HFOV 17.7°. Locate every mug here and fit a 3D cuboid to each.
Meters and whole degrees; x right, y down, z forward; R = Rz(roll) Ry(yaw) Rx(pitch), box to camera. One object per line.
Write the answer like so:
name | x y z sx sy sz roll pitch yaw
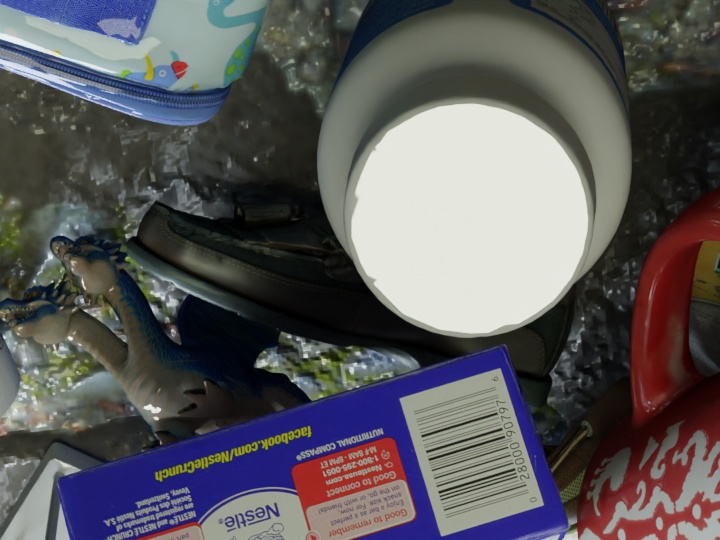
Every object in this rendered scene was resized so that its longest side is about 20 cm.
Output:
mug | 0.168 0.063 0.845 0.133 0.200 0.179 -5 79 -22

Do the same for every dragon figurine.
dragon figurine | -0.059 0.046 1.002 0.199 0.100 0.059 19 120 -34

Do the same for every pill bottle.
pill bottle | 0.043 -0.050 0.849 0.111 0.200 0.113 2 110 6

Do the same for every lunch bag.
lunch bag | -0.127 -0.134 0.834 0.199 0.161 0.083 17 119 -13

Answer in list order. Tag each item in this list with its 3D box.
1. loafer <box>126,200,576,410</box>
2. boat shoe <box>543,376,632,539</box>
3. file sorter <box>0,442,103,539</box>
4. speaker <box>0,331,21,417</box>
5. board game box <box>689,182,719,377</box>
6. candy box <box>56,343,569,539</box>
loafer | 0.000 0.000 0.983 0.199 0.072 0.063 20 99 -21
boat shoe | 0.073 0.104 1.027 0.202 0.075 0.075 -37 89 42
file sorter | -0.127 0.212 1.063 0.138 0.125 0.200 26 116 -17
speaker | -0.209 -0.020 0.945 0.081 0.081 0.201 -15 120 7
board game box | 0.221 0.031 0.894 0.199 0.035 0.136 24 154 8
candy box | -0.016 0.104 0.886 0.168 0.200 0.077 -16 77 -3
